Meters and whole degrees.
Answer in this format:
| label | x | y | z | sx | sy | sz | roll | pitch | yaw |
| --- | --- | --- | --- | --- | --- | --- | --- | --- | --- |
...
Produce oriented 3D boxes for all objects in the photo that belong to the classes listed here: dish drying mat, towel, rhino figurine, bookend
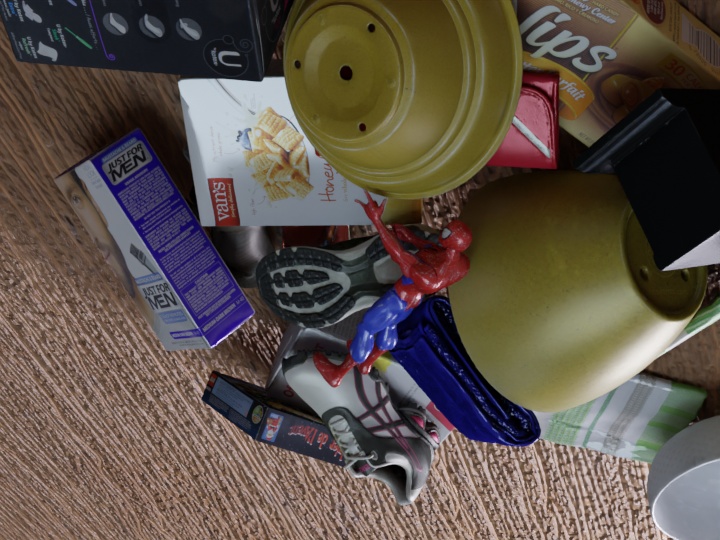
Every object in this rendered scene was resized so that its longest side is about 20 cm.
| label | x | y | z | sx | sy | sz | roll | pitch | yaw |
| --- | --- | --- | --- | --- | --- | --- | --- | --- | --- |
| dish drying mat | 0.053 | -0.117 | 0.825 | 0.197 | 0.018 | 0.078 | 4 | 125 | 17 |
| towel | 0.257 | 0.155 | 1.168 | 0.197 | 0.031 | 0.150 | 13 | 142 | 3 |
| rhino figurine | -0.126 | -0.057 | 1.017 | 0.086 | 0.060 | 0.202 | 11 | 139 | 11 |
| bookend | 0.282 | -0.020 | 0.759 | 0.197 | 0.202 | 0.092 | -7 | 156 | -38 |
| towel | 0.302 | 0.035 | 0.940 | 0.024 | 0.152 | 0.200 | 56 | 138 | 10 |
| towel | 0.084 | 0.099 | 0.971 | 0.149 | 0.049 | 0.200 | 55 | 172 | 3 |

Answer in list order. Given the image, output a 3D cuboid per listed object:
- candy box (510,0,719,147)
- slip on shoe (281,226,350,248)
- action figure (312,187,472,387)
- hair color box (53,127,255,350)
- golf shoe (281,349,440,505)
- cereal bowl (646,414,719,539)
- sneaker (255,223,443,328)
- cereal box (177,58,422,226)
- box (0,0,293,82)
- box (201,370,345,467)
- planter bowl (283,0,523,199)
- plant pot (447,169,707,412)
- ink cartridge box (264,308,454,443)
| label | x | y | z | sx | sy | sz | roll | pitch | yaw |
| --- | --- | --- | --- | --- | --- | --- | --- | --- | --- |
| candy box | 0.167 | -0.169 | 0.793 | 0.199 | 0.056 | 0.115 | 32 | 138 | -19 |
| slip on shoe | -0.046 | -0.052 | 0.996 | 0.073 | 0.062 | 0.202 | 7 | 138 | 13 |
| action figure | 0.017 | 0.003 | 0.860 | 0.100 | 0.065 | 0.200 | 58 | 135 | 13 |
| hair color box | -0.193 | -0.023 | 0.998 | 0.109 | 0.065 | 0.202 | -9 | 114 | 57 |
| golf shoe | 0.001 | 0.152 | 1.069 | 0.199 | 0.089 | 0.077 | 37 | 136 | -22 |
| cereal bowl | 0.399 | 0.211 | 1.134 | 0.196 | 0.084 | 0.202 | 1 | 140 | 1 |
| sneaker | 0.000 | 0.000 | 0.967 | 0.197 | 0.088 | 0.078 | -8 | 100 | 24 |
| cereal box | -0.046 | -0.106 | 0.902 | 0.196 | 0.040 | 0.146 | -1 | 126 | 3 |
| box | -0.155 | -0.222 | 0.780 | 0.197 | 0.123 | 0.107 | 7 | 140 | 11 |
| box | -0.063 | 0.174 | 1.194 | 0.198 | 0.038 | 0.136 | 24 | 178 | -36 |
| planter bowl | 0.008 | -0.143 | 0.755 | 0.198 | 0.083 | 0.204 | 9 | 108 | 30 |
| plant pot | 0.189 | 0.004 | 0.855 | 0.199 | 0.202 | 0.141 | 36 | 149 | -24 |
| ink cartridge box | 0.016 | 0.102 | 1.139 | 0.197 | 0.084 | 0.146 | 23 | 140 | -9 |
